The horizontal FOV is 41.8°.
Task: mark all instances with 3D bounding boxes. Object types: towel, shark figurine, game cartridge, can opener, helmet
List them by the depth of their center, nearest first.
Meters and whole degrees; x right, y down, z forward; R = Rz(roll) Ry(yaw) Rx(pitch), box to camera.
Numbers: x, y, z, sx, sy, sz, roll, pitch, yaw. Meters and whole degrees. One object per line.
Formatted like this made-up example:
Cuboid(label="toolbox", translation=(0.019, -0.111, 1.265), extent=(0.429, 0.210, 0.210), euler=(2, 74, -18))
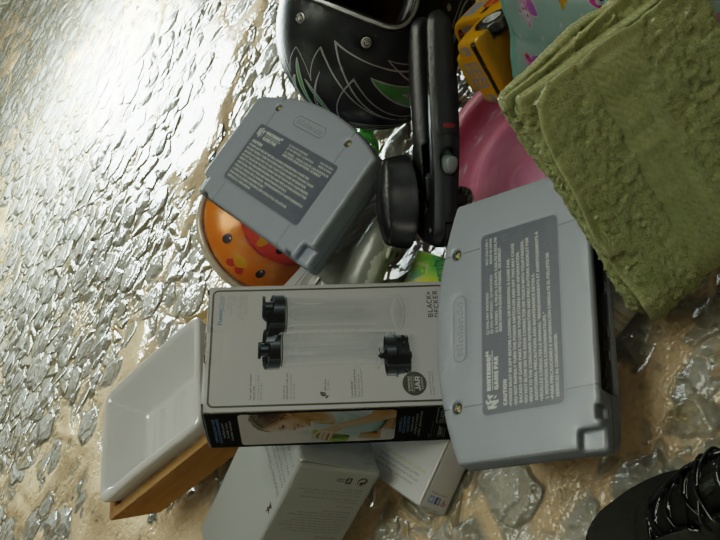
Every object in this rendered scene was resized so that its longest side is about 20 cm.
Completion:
Cuboid(label="towel", translation=(0.192, -0.080, 0.614), extent=(0.148, 0.201, 0.037), euler=(-37, 18, 2))
Cuboid(label="game cartridge", translation=(0.115, 0.037, 0.674), extent=(0.132, 0.041, 0.203), euler=(-19, 59, 42))
Cuboid(label="can opener", translation=(0.061, -0.119, 0.806), extent=(0.063, 0.078, 0.204), euler=(11, 98, 54))
Cuboid(label="shark figurine", translation=(0.002, -0.020, 0.878), extent=(0.089, 0.128, 0.217), euler=(21, 88, 27))
Cuboid(label="game cartridge", translation=(-0.064, -0.092, 0.898), extent=(0.134, 0.042, 0.199), euler=(-51, 45, -5))
Cuboid(label="helmet", translation=(0.009, -0.240, 0.961), extent=(0.192, 0.200, 0.199), euler=(-52, 34, -12))

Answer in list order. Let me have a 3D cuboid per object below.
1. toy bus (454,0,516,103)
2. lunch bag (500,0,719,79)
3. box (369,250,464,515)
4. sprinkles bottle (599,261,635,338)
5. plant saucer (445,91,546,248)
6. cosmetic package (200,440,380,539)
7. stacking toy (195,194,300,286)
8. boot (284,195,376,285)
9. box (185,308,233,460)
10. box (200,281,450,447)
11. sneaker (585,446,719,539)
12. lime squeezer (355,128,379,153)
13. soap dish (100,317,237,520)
Cuboid(label="toy bus", translation=(0.150, -0.230, 0.829), extent=(0.200, 0.065, 0.078), euler=(-48, 29, -24))
Cuboid(label="lunch bag", translation=(0.226, -0.203, 0.700), extent=(0.197, 0.123, 0.170), euler=(-23, 27, -10))
Cuboid(label="box", translation=(0.061, 0.090, 0.825), extent=(0.144, 0.036, 0.202), euler=(19, 82, 54))
Cuboid(label="sprinkles bottle", translation=(0.155, 0.045, 0.706), extent=(0.201, 0.068, 0.068), euler=(-56, 36, 9))
Cuboid(label="plant saucer", translation=(0.146, -0.092, 0.823), extent=(0.199, 0.050, 0.203), euler=(-30, 47, 38))
Cuboid(label="cosmetic package", translation=(-0.068, 0.206, 0.835), extent=(0.202, 0.080, 0.113), euler=(-63, 30, 24))
Cuboid(label="stacking toy", translation=(-0.069, -0.072, 0.985), extent=(0.199, 0.145, 0.148), euler=(-33, 44, 44))
Cuboid(label="boot", translation=(-0.015, 0.018, 0.954), extent=(0.201, 0.073, 0.096), euler=(-52, 49, 19))
Cuboid(label="box", translation=(-0.171, 0.129, 1.106), extent=(0.162, 0.021, 0.203), euler=(-23, 51, 42))
Cuboid(label="box", translation=(-0.025, 0.074, 0.757), extent=(0.061, 0.196, 0.118), euler=(93, 174, -54))
Cuboid(label="sneaker", translation=(0.210, 0.137, 0.558), extent=(0.199, 0.090, 0.077), euler=(-32, 47, 38))
Cuboid(label="lime squeezer", translation=(-0.004, -0.141, 1.071), extent=(0.071, 0.037, 0.202), euler=(108, 159, -47))
Cuboid(label="soap dish", translation=(-0.201, 0.163, 1.032), extent=(0.199, 0.081, 0.159), euler=(-40, 41, 29))
